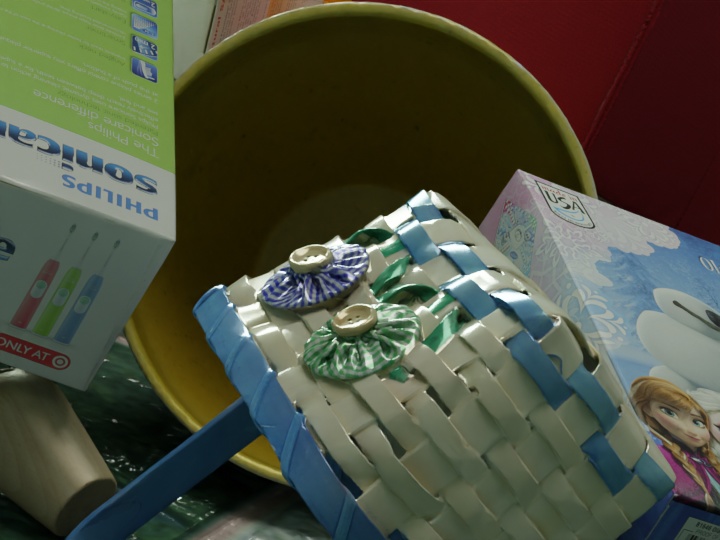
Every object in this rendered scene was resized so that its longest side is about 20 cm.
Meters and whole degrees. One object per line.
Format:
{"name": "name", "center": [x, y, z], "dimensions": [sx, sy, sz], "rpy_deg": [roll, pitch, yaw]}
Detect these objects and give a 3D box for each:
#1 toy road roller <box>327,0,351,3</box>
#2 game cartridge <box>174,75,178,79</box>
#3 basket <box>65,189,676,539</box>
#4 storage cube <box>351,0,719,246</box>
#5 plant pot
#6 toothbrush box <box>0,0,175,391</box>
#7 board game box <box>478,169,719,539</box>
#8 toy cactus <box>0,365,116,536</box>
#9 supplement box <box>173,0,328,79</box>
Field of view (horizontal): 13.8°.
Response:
{"name": "toy road roller", "center": [-0.067, -0.100, 1.613], "dimensions": [0.199, 0.123, 0.146], "rpy_deg": [16, 32, 9]}
{"name": "game cartridge", "center": [-0.049, -0.075, 1.444], "dimensions": [0.133, 0.041, 0.200], "rpy_deg": [9, 20, -29]}
{"name": "basket", "center": [-0.010, 0.077, 1.016], "dimensions": [0.139, 0.200, 0.176], "rpy_deg": [46, 0, -30]}
{"name": "storage cube", "center": [0.125, -0.118, 1.371], "dimensions": [0.200, 0.180, 0.171], "rpy_deg": [29, 1, 44]}
{"name": "plant pot", "center": [0.000, 0.000, 1.268], "dimensions": [0.199, 0.201, 0.142], "rpy_deg": [15, -8, 4]}
{"name": "toothbrush box", "center": [-0.153, -0.068, 1.158], "dimensions": [0.145, 0.086, 0.200], "rpy_deg": [20, 34, -20]}
{"name": "board game box", "center": [0.156, 0.060, 1.124], "dimensions": [0.199, 0.043, 0.199], "rpy_deg": [19, 27, -28]}
{"name": "toy cactus", "center": [-0.162, 0.044, 1.164], "dimensions": [0.165, 0.102, 0.200], "rpy_deg": [45, 28, 26]}
{"name": "supplement box", "center": [-0.065, -0.179, 1.475], "dimensions": [0.073, 0.127, 0.200], "rpy_deg": [19, 20, 12]}
